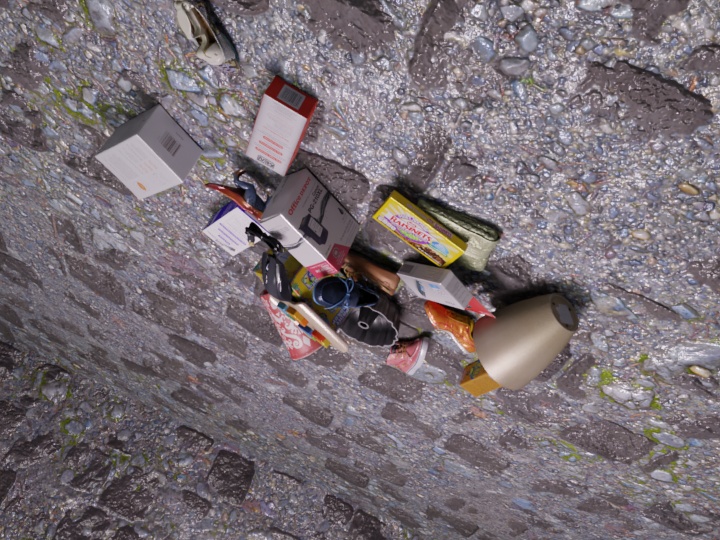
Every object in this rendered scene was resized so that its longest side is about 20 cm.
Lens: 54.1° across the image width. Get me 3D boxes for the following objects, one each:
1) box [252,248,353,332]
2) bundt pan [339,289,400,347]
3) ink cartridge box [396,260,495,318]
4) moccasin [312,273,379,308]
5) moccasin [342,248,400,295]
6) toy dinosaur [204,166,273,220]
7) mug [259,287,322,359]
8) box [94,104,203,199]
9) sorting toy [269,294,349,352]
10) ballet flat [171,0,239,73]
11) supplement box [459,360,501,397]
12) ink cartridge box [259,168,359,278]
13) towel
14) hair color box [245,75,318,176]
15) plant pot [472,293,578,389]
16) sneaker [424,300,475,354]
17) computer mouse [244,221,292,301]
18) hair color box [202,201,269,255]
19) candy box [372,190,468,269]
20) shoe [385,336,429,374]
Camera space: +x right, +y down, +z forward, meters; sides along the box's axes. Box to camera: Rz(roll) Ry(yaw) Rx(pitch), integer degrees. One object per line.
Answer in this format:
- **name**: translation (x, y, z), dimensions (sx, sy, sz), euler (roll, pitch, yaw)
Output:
- **box**: translation (-0.135, 0.032, 1.778), dimensions (0.193, 0.123, 0.198), euler (48, 161, -31)
- **bundt pan**: translation (0.021, 0.117, 1.882), dimensions (0.198, 0.077, 0.204), euler (19, 146, 13)
- **ink cartridge box**: translation (0.196, 0.057, 1.641), dimensions (0.176, 0.045, 0.199), euler (44, 168, -24)
- **moccasin**: translation (-0.027, 0.049, 1.640), dimensions (0.067, 0.083, 0.198), euler (9, -174, 38)
- **moccasin**: translation (0.000, 0.000, 1.727), dimensions (0.198, 0.079, 0.074), euler (25, -174, -8)
- **toy dinosaur**: translation (-0.248, -0.144, 1.649), dimensions (0.105, 0.197, 0.185), euler (-15, 100, 65)
- **mug**: translation (-0.195, 0.124, 1.969), dimensions (0.202, 0.133, 0.177), euler (60, 156, -16)
- **box**: translation (-0.499, -0.275, 1.666), dimensions (0.197, 0.108, 0.153), euler (-9, 134, 42)
- **sorting toy**: translation (-0.135, 0.133, 1.763), dimensions (0.185, 0.037, 0.199), euler (46, 163, -24)
- **ballet flat**: translation (-0.298, -0.443, 1.331), dimensions (0.071, 0.073, 0.202), euler (4, 142, 30)
- **supplement box**: translation (0.347, 0.274, 1.888), dimensions (0.068, 0.067, 0.200), euler (31, 146, -10)
- **ink cartridge box**: translation (-0.112, -0.106, 1.599), dimensions (0.083, 0.147, 0.200), euler (-15, 130, 44)
- **towel**: translation (0.196, -0.072, 1.536), dimensions (0.196, 0.037, 0.149), euler (23, 148, 5)
- **hair color box**: translation (-0.166, -0.293, 1.455), dimensions (0.100, 0.062, 0.200), euler (29, 146, -5)
- **plant pot**: translation (0.389, 0.141, 1.596), dimensions (0.186, 0.189, 0.200), euler (35, 132, -16)
- **sneaker**: translation (0.239, 0.129, 1.777), dimensions (0.199, 0.074, 0.077), euler (37, 124, -23)
- **computer mouse**: translation (-0.222, -0.014, 1.624), dimensions (0.140, 0.046, 0.202), euler (37, 149, 32)
- **hair color box**: translation (-0.307, -0.117, 1.795), dimensions (0.109, 0.066, 0.198), euler (40, 143, -22)
- **candy box**: translation (0.126, -0.085, 1.514), dimensions (0.198, 0.027, 0.102), euler (35, 147, -7)
- **shoe**: translation (0.128, 0.230, 1.970), dimensions (0.089, 0.073, 0.201), euler (19, 152, -1)
